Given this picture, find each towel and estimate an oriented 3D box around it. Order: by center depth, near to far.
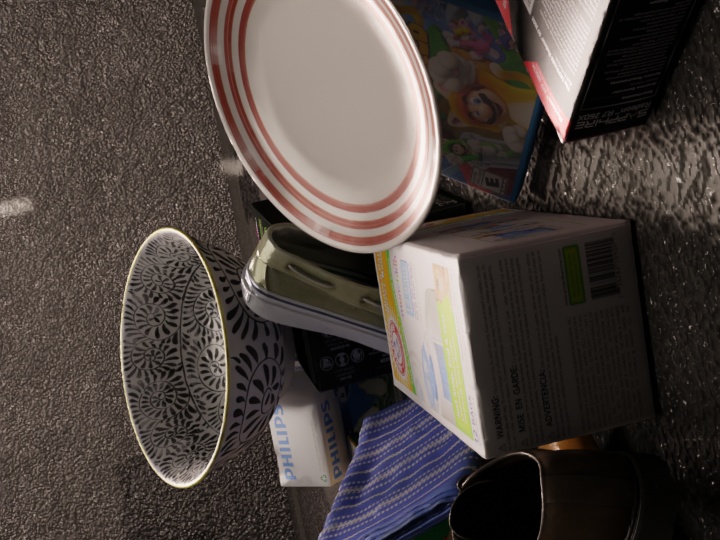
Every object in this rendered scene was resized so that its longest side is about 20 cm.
[{"bbox_3d":[0.033,0.128,0.747,0.024,0.144,0.200,48,-153,-11],"label":"towel"}]

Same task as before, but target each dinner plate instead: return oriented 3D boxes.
[{"bbox_3d":[-0.023,-0.106,0.644,0.199,0.024,0.202,28,135,32],"label":"dinner plate"}]

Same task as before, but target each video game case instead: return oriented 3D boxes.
[{"bbox_3d":[0.019,-0.128,0.660,0.018,0.198,0.144,-58,-15,-33],"label":"video game case"}]

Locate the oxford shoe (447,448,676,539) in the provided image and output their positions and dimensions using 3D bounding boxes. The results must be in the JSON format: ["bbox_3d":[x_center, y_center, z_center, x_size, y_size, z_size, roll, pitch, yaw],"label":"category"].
[{"bbox_3d":[0.079,0.129,0.569,0.200,0.083,0.074,124,152,-61],"label":"oxford shoe"}]

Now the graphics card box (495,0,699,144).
[{"bbox_3d":[0.107,-0.169,0.464,0.201,0.050,0.127,94,161,-57],"label":"graphics card box"}]

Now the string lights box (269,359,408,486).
[{"bbox_3d":[-0.006,0.114,0.981,0.199,0.058,0.104,-23,-76,-57],"label":"string lights box"}]

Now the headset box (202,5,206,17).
[{"bbox_3d":[-0.163,-0.291,1.567,0.174,0.091,0.203,-131,31,-69],"label":"headset box"}]

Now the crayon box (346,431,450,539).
[{"bbox_3d":[0.045,0.202,0.830,0.200,0.057,0.121,-155,54,-76],"label":"crayon box"}]

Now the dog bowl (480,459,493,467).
[{"bbox_3d":[0.099,0.215,0.870,0.200,0.058,0.203,168,90,-79],"label":"dog bowl"}]

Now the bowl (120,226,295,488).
[{"bbox_3d":[-0.113,0.067,0.861,0.200,0.093,0.204,3,94,56],"label":"bowl"}]

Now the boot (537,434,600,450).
[{"bbox_3d":[0.138,0.150,0.588,0.202,0.070,0.146,102,157,-61],"label":"boot"}]

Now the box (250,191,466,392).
[{"bbox_3d":[0.000,0.000,0.911,0.200,0.147,0.126,-140,38,-70],"label":"box"}]

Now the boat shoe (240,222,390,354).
[{"bbox_3d":[0.015,0.015,0.764,0.062,0.197,0.073,117,155,-45],"label":"boat shoe"}]

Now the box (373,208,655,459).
[{"bbox_3d":[0.082,0.027,0.652,0.200,0.100,0.114,-155,54,-76],"label":"box"}]
